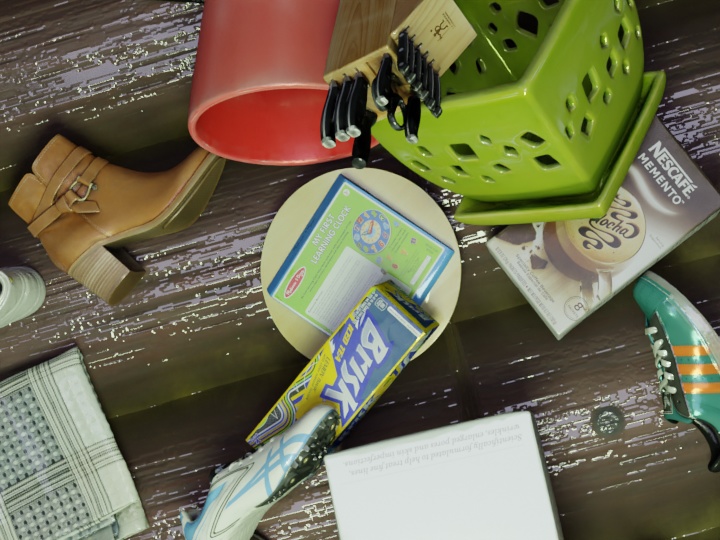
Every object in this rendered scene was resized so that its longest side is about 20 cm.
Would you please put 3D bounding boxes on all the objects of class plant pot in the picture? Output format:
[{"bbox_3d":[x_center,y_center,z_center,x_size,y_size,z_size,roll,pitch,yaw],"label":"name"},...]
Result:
[{"bbox_3d":[0.151,-0.154,1.377,0.198,0.182,0.201,-3,46,44],"label":"plant pot"},{"bbox_3d":[-0.069,-0.215,1.455,0.199,0.201,0.179,-6,73,6],"label":"plant pot"}]

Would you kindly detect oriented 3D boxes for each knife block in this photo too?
[{"bbox_3d":[0.005,-0.171,1.320,0.176,0.200,0.064,-47,122,-11],"label":"knife block"}]

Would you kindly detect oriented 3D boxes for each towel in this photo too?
[{"bbox_3d":[-0.326,0.205,1.518,0.192,0.035,0.201,-25,83,4],"label":"towel"}]

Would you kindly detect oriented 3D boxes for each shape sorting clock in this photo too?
[{"bbox_3d":[0.000,0.000,1.494,0.199,0.039,0.201,1,96,7],"label":"shape sorting clock"}]

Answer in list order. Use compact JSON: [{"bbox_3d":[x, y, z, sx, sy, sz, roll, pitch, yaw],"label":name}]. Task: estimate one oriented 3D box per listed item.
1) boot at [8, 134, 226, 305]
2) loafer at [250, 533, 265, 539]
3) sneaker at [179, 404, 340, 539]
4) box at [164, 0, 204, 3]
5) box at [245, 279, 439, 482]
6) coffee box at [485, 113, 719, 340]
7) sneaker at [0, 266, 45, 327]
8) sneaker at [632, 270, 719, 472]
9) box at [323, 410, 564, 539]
[{"bbox_3d":[-0.241,-0.085,1.522,0.155,0.077,0.200,42,98,12],"label":"boot"},{"bbox_3d":[-0.080,0.339,1.458,0.073,0.071,0.201,-32,82,3],"label":"loafer"},{"bbox_3d":[-0.096,0.190,1.418,0.073,0.072,0.200,48,109,15],"label":"sneaker"},{"bbox_3d":[-0.185,-0.361,1.467,0.086,0.200,0.165,5,86,7],"label":"box"},{"bbox_3d":[-0.016,0.106,1.453,0.070,0.064,0.200,41,104,8],"label":"box"},{"bbox_3d":[0.231,-0.041,1.450,0.200,0.080,0.113,-39,81,2],"label":"coffee box"},{"bbox_3d":[-0.416,0.052,1.502,0.199,0.116,0.074,-31,84,5],"label":"sneaker"},{"bbox_3d":[0.306,0.097,1.432,0.080,0.071,0.201,-35,85,0],"label":"sneaker"},{"bbox_3d":[0.086,0.245,1.417,0.198,0.131,0.201,-12,84,5],"label":"box"}]
